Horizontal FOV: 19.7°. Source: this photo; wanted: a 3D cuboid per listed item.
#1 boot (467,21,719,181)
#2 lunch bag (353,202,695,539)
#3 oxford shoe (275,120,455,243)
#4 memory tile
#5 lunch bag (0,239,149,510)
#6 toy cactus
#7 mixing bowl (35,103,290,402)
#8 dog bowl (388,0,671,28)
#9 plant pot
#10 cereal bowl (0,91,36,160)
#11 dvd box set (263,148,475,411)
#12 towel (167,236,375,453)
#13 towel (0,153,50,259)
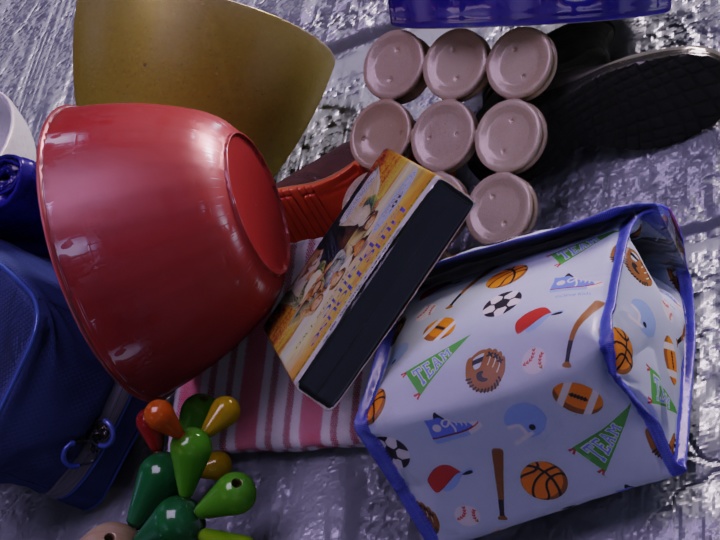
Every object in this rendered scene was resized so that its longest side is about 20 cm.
[{"bbox_3d":[0.161,-0.137,1.413,0.199,0.068,0.131,-16,34,24],"label":"boot"},{"bbox_3d":[0.102,0.042,1.213,0.169,0.124,0.200,-18,26,25],"label":"lunch bag"},{"bbox_3d":[-0.024,-0.046,1.472,0.199,0.071,0.073,-24,19,6],"label":"oxford shoe"},{"bbox_3d":[0.055,-0.064,1.376,0.153,0.017,0.201,1,78,34],"label":"memory tile"},{"bbox_3d":[-0.222,0.071,1.429,0.200,0.132,0.136,39,102,49],"label":"lunch bag"},{"bbox_3d":[-0.136,0.167,1.301,0.165,0.102,0.201,-29,48,30],"label":"toy cactus"},{"bbox_3d":[-0.112,-0.026,1.326,0.108,0.201,0.201,-17,39,16],"label":"mixing bowl"},{"bbox_3d":[0.116,-0.213,1.431,0.199,0.079,0.200,-4,9,1],"label":"dog bowl"},{"bbox_3d":[-0.131,-0.112,1.543,0.199,0.200,0.143,4,76,42],"label":"plant pot"},{"bbox_3d":[-0.349,-0.054,1.725,0.199,0.083,0.201,-23,37,19],"label":"cereal bowl"},{"bbox_3d":[0.000,0.000,1.250,0.147,0.029,0.200,-56,11,3],"label":"dvd box set"},{"bbox_3d":[-0.041,0.052,1.370,0.199,0.030,0.147,-8,63,35],"label":"towel"},{"bbox_3d":[-0.234,-0.026,1.512,0.147,0.200,0.050,-5,71,35],"label":"towel"}]
